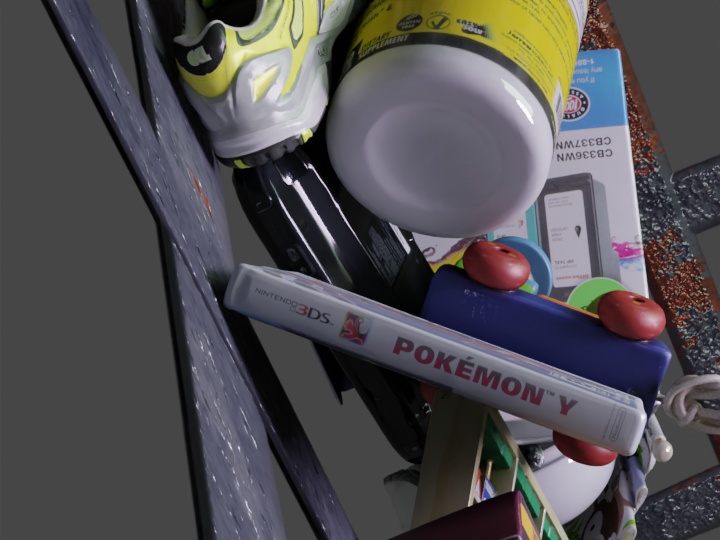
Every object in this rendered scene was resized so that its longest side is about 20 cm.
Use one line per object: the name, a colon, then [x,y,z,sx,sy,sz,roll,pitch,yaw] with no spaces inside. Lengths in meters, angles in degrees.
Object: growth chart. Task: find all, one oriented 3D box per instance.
growth chart: [0.141,0.167,1.718,0.018,0.201,0.145,25,13,-18]

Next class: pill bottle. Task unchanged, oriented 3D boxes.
pill bottle: [0.055,-0.120,1.362,0.201,0.112,0.113,-73,146,-46]

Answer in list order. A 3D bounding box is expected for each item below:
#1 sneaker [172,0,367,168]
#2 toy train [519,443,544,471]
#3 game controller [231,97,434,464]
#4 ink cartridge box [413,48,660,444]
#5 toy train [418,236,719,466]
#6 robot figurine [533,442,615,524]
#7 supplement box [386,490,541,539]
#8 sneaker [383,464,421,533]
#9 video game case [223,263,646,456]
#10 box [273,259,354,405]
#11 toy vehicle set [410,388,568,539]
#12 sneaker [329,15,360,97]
sneaker: [-0.043,-0.141,1.311,0.201,0.075,0.077,-83,150,-46]
toy train: [0.084,0.129,1.585,0.034,0.046,0.201,136,-44,-75]
game controller: [0.000,0.000,1.360,0.201,0.042,0.105,59,24,-25]
ink cartridge box: [0.083,-0.005,1.521,0.146,0.146,0.201,86,-3,-81]
toy train: [0.131,0.043,1.344,0.116,0.199,0.085,-53,162,-72]
robot figurine: [0.080,0.069,1.681,0.201,0.150,0.125,66,-23,-7]
supplement box: [0.064,0.202,1.085,0.110,0.085,0.201,-57,125,-84]
sneaker: [0.067,0.153,1.449,0.200,0.074,0.088,57,17,-61]
video game case: [0.039,0.038,1.197,0.200,0.181,0.023,7,103,-84]
box: [-0.022,-0.011,1.438,0.200,0.032,0.122,-91,158,-75]
toy vehicle set: [0.063,0.156,1.319,0.200,0.026,0.125,59,37,-58]
sneaker: [-0.015,-0.148,1.418,0.083,0.071,0.201,-1,80,-70]
